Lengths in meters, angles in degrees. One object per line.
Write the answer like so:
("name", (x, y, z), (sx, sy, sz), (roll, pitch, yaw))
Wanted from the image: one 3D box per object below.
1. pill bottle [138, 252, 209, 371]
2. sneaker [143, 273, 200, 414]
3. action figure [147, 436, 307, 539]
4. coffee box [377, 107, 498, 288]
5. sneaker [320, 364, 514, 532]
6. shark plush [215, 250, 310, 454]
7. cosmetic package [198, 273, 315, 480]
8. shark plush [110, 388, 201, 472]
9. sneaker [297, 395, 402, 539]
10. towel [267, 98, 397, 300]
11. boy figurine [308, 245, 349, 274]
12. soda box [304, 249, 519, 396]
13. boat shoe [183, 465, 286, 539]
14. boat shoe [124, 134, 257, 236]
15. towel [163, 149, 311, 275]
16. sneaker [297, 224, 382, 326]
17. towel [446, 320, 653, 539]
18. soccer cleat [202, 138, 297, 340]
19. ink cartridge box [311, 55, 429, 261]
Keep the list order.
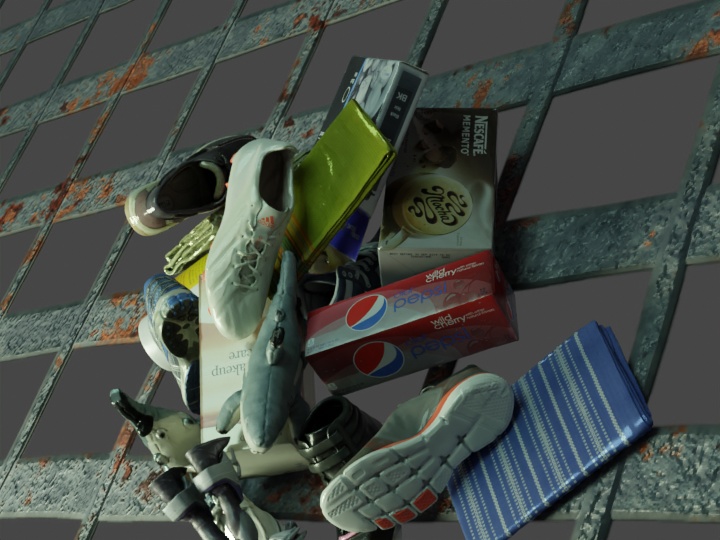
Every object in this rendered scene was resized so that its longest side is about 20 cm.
("pill bottle", (-0.159, 0.033, 1.785), (0.199, 0.104, 0.105), (-35, 34, 22))
("sneaker", (-0.186, 0.075, 1.696), (0.077, 0.201, 0.085), (-30, 50, -16))
("action figure", (-0.112, 0.259, 1.460), (0.130, 0.069, 0.201), (-39, 73, 22))
("coffee box", (0.082, -0.070, 1.572), (0.112, 0.080, 0.201), (1, 48, 7))
("sneaker", (0.048, 0.157, 1.396), (0.199, 0.077, 0.082), (-35, 22, -2))
("shark plush", (-0.071, 0.081, 1.482), (0.083, 0.090, 0.201), (91, -161, -69))
("cosmetic package", (-0.105, 0.101, 1.584), (0.103, 0.087, 0.202), (-12, 64, 14))
("shark plush", (-0.221, 0.173, 1.642), (0.083, 0.200, 0.091), (32, 93, 26))
("sneaker", (-0.016, 0.202, 1.434), (0.070, 0.099, 0.201), (-29, 38, 26))
("towel", (-0.047, -0.068, 1.534), (0.200, 0.018, 0.086), (-50, 58, 21))
("boy figurine", (-0.062, 0.059, 1.677), (0.124, 0.064, 0.201), (18, 75, 58))
("soda box", (0.048, 0.052, 1.496), (0.199, 0.070, 0.064), (-19, 39, 18))
("boat shoe", (-0.134, 0.249, 1.558), (0.071, 0.070, 0.200), (-51, 32, -2))
("boat shoe", (-0.173, -0.099, 1.746), (0.199, 0.072, 0.065), (-31, 12, -39))
("towel", (-0.137, -0.067, 1.837), (0.200, 0.037, 0.148), (-38, 3, -37))
("sneaker", (0.000, 0.000, 1.616), (0.070, 0.108, 0.201), (-15, 45, 42))
("towel", (0.158, 0.147, 1.354), (0.200, 0.024, 0.145), (-41, 34, 17))
("soccer cleat", (-0.105, -0.033, 1.519), (0.077, 0.069, 0.202), (-5, 74, 50))
("ink cartridge box", (-0.007, -0.122, 1.616), (0.201, 0.043, 0.198), (-69, 17, 3))
